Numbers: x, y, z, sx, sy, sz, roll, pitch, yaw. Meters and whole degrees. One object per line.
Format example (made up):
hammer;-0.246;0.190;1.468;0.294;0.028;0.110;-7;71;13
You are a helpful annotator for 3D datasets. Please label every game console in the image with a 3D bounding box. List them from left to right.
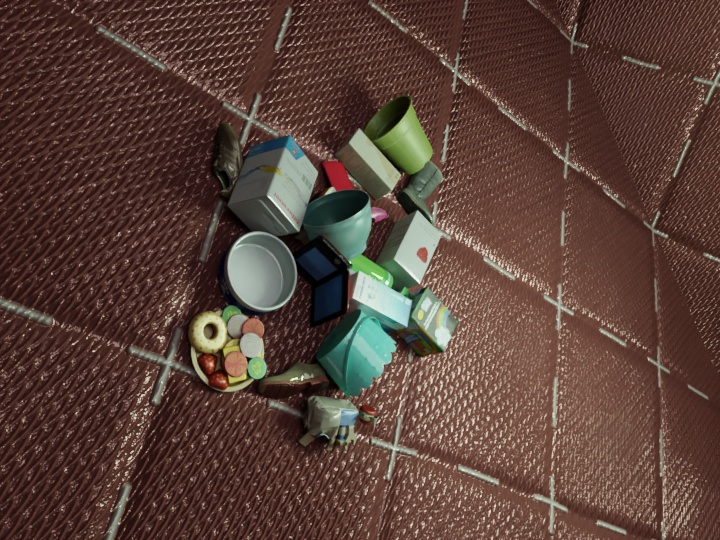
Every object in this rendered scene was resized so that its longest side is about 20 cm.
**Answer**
game console;-0.115;0.032;1.479;0.172;0.198;0.120;44;54;-16

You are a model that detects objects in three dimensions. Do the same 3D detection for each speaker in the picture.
speaker;0.000;0.000;1.647;0.197;0.088;0.091;32;60;-24

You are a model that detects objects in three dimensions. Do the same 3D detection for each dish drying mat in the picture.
dish drying mat;-0.050;-0.244;1.688;0.075;0.018;0.205;-7;63;-33

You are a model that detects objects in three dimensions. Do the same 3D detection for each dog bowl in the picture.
dog bowl;-0.265;0.009;1.456;0.195;0.078;0.208;12;70;-33

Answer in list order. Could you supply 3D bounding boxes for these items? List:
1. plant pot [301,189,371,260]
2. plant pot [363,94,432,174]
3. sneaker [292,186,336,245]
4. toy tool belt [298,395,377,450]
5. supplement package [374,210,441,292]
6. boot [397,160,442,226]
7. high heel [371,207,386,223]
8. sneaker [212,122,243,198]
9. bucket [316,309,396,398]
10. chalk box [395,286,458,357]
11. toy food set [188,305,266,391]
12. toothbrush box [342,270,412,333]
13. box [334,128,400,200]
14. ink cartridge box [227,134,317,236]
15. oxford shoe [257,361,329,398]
plant pot;-0.053;-0.111;1.520;0.200;0.196;0.138;-43;129;-36
plant pot;0.137;-0.421;1.829;0.190;0.196;0.204;45;54;-30
sneaker;-0.116;-0.148;1.624;0.092;0.075;0.203;43;63;-25
toy tool belt;-0.060;0.406;1.474;0.195;0.124;0.127;15;98;-28
supplement package;0.145;-0.058;1.746;0.121;0.119;0.203;40;57;-19
boot;0.224;-0.256;1.907;0.184;0.072;0.201;53;46;-13
high heel;0.003;-0.131;1.694;0.194;0.067;0.099;-7;70;-32
sneaker;-0.355;-0.292;1.485;0.074;0.069;0.207;-11;83;-44
bucket;-0.014;0.215;1.504;0.135;0.206;0.209;44;55;-10
chalk box;0.177;0.143;1.708;0.200;0.123;0.126;46;56;-14
toy food set;-0.318;0.190;1.380;0.193;0.048;0.207;-9;81;-37
toothbrush box;0.025;0.097;1.596;0.197;0.145;0.088;30;60;-25
box;0.023;-0.328;1.759;0.200;0.094;0.079;46;54;-17
ink cartridge box;-0.225;-0.214;1.475;0.147;0.142;0.205;49;45;-44
oxford shoe;-0.178;0.279;1.456;0.195;0.071;0.076;3;48;-35
